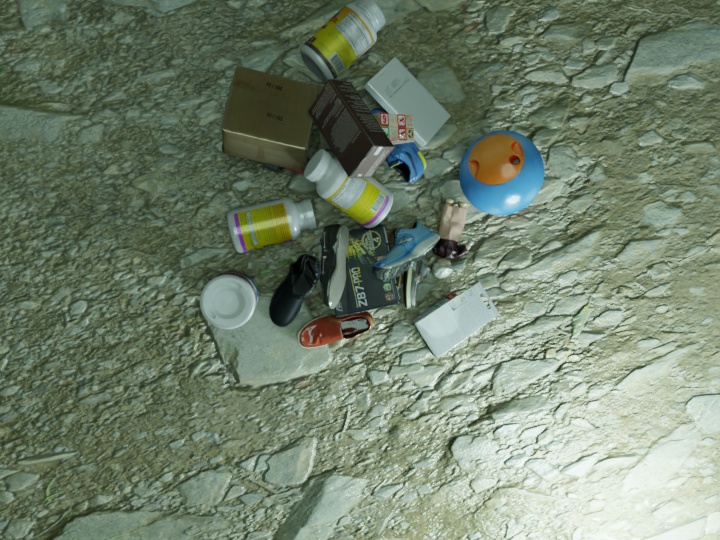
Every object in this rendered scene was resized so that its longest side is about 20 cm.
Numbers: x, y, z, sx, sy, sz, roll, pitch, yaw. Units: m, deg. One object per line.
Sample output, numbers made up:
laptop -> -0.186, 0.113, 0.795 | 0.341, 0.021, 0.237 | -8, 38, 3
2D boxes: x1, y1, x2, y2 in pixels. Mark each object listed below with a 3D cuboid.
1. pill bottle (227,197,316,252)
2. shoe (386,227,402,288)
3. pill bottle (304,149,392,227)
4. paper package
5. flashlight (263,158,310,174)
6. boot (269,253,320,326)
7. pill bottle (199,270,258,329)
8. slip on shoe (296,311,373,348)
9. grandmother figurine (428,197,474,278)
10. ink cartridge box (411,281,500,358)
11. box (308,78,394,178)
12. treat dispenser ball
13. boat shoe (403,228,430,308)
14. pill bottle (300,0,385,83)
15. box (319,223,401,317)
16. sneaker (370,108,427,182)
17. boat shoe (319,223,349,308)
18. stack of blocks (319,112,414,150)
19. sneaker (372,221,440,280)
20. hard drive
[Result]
pill bottle -> -0.209, -0.113, 1.385 | 0.199, 0.104, 0.105 | -14, 96, -5
shoe -> 0.077, -0.007, 1.452 | 0.070, 0.053, 0.201 | 15, 92, 11
pill bottle -> -0.029, -0.190, 1.330 | 0.200, 0.104, 0.104 | 33, 90, -26
paper package -> -0.207, -0.350, 1.341 | 0.199, 0.104, 0.191 | 11, 68, -8
flashlight -> -0.135, -0.241, 1.409 | 0.199, 0.068, 0.068 | 17, 67, -5
boot -> -0.159, 0.050, 1.371 | 0.076, 0.168, 0.201 | 28, 91, -7
pill bottle -> -0.297, 0.061, 1.338 | 0.119, 0.200, 0.120 | -1, 94, -7
slip on shoe -> -0.062, 0.147, 1.445 | 0.199, 0.061, 0.074 | -14, 98, -5
grandmother figurine -> 0.226, -0.076, 1.469 | 0.121, 0.061, 0.201 | 16, 96, 20
ink cartridge box -> 0.243, 0.122, 1.487 | 0.200, 0.050, 0.109 | -33, 97, -5
box -> -0.022, -0.308, 1.258 | 0.075, 0.100, 0.200 | -8, 61, -44
treat dispenser ball -> 0.338, -0.234, 1.396 | 0.200, 0.201, 0.202 | -1, 94, -7
boat shoe -> 0.143, -0.004, 1.452 | 0.066, 0.072, 0.202 | 2, 92, -2
pill bottle -> -0.038, -0.547, 1.371 | 0.200, 0.109, 0.109 | -44, 98, -3
box -> 0.000, 0.000, 1.415 | 0.161, 0.049, 0.201 | -12, 85, 11
sneaker -> 0.080, -0.304, 1.414 | 0.200, 0.066, 0.078 | 52, 57, -9
boat shoe -> -0.070, -0.011, 1.376 | 0.057, 0.067, 0.201 | 5, 83, 27
stack of blocks -> 0.013, -0.320, 1.352 | 0.115, 0.200, 0.059 | -11, 99, -45
sneaker -> 0.094, -0.050, 1.373 | 0.200, 0.078, 0.090 | -34, 76, -33
hard drive -> 0.117, -0.411, 1.414 | 0.200, 0.027, 0.132 | 44, 58, -7
